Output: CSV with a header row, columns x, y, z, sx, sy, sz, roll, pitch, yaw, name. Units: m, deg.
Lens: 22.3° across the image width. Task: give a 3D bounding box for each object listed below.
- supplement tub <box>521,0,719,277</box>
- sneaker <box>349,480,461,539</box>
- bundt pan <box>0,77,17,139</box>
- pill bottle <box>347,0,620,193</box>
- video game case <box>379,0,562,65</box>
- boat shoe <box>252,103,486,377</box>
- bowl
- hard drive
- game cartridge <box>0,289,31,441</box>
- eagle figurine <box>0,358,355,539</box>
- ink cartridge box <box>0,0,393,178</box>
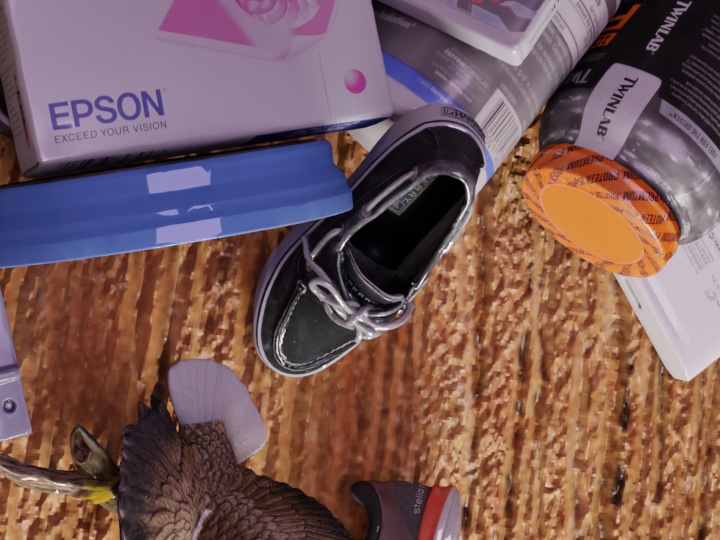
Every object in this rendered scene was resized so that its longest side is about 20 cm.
x,y,z,sx,sy,sz,roll,pitch,yaw,name
0.185,-0.102,1.067,0.123,0.122,0.200,43,69,-19,supplement tub
0.001,0.215,1.062,0.081,0.077,0.201,14,86,5,sneaker
-0.156,-0.154,0.948,0.201,0.076,0.203,4,79,-25,bundt pan
0.077,-0.149,1.036,0.114,0.114,0.200,42,77,-19,pill bottle
0.048,-0.227,0.998,0.199,0.023,0.183,28,76,20,video game case
0.002,0.001,0.982,0.073,0.068,0.199,31,124,-20,boat shoe
-0.104,-0.035,0.920,0.200,0.200,0.040,-11,95,-21,bowl
0.247,-0.041,1.159,0.200,0.026,0.132,-36,105,-17,hard drive
-0.255,0.005,0.953,0.129,0.038,0.201,-15,99,-25,game cartridge
-0.083,0.135,0.937,0.151,0.200,0.152,-17,100,-27,eagle figurine
-0.093,-0.159,0.916,0.196,0.043,0.201,-11,89,-27,ink cartridge box
